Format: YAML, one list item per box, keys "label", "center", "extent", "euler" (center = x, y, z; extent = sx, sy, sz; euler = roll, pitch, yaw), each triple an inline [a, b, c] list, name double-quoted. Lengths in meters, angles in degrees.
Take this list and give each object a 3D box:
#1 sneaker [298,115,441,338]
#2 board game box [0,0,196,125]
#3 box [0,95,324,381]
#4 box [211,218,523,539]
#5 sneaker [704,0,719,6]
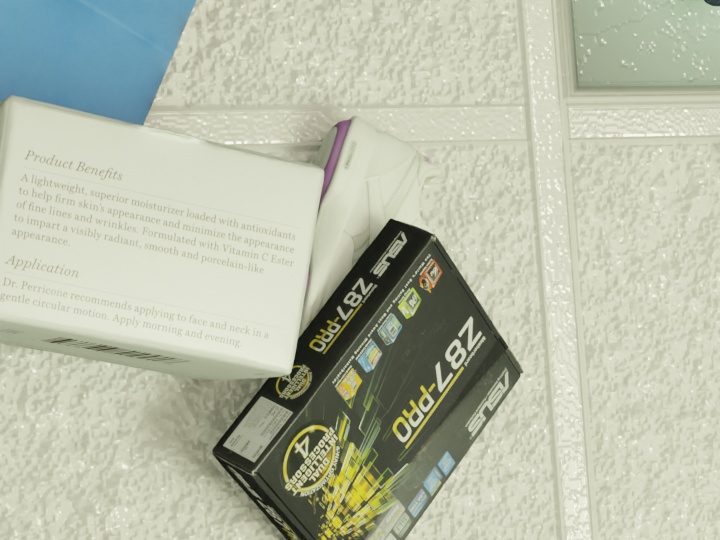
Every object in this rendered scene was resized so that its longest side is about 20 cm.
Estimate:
- label: "sneaker"
  center: [0.000, 0.000, 1.468]
  extent: [0.099, 0.075, 0.201]
  euler: [21, 78, -16]
- label: "board game box"
  center: [-0.194, -0.178, 1.432]
  extent: [0.157, 0.039, 0.201]
  euler: [29, 74, -27]
- label: "box"
  center: [-0.152, -0.013, 1.346]
  extent: [0.198, 0.200, 0.132]
  euler: [12, 82, -19]
- label: "box"
  center: [0.009, 0.092, 1.439]
  extent: [0.200, 0.049, 0.161]
  euler: [-52, 137, -18]
- label: "sneaker"
  center: [0.189, -0.250, 1.579]
  extent: [0.200, 0.070, 0.082]
  euler: [44, 89, -9]
